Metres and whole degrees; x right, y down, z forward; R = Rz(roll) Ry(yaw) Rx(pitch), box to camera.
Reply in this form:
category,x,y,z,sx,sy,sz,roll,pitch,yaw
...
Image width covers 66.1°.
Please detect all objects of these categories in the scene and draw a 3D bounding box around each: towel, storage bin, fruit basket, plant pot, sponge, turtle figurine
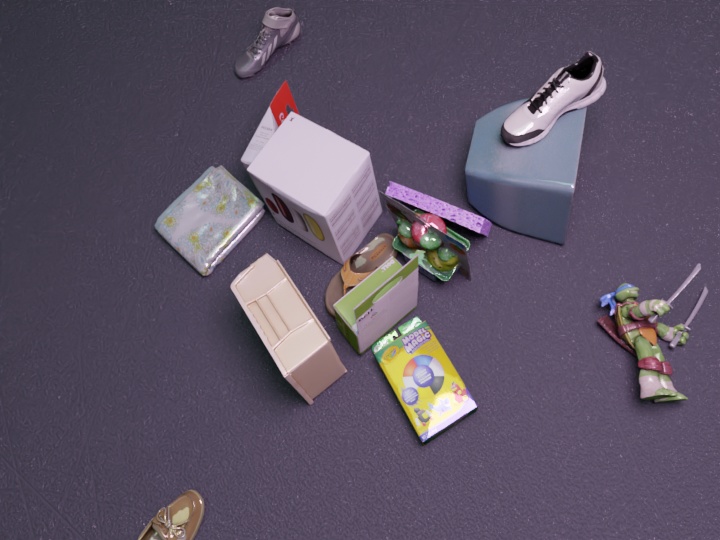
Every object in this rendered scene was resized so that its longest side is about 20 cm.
category,x,y,z,sx,sy,sz,roll,pitch,yaw
towel,-0.318,-0.113,1.174,0.170,0.048,0.201,37,78,22
storage bin,-0.121,0.103,0.963,0.093,0.201,0.200,-34,65,-8
fruit basket,0.117,-0.054,0.993,0.183,0.200,0.095,35,90,20
plant pot,0.300,-0.192,1.028,0.194,0.197,0.202,9,68,19
sponge,0.152,-0.119,1.061,0.196,0.111,0.031,25,99,19
turtle figurine,0.498,0.104,0.891,0.193,0.144,0.200,-6,70,11

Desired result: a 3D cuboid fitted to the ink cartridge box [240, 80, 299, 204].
category,x,y,z,sx,sy,sz,roll,pitch,yaw
ink cartridge box,-0.161,-0.256,1.145,0.046,0.161,0.204,19,71,18

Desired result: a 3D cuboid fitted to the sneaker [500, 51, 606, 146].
category,x,y,z,sx,sy,sz,roll,pitch,yaw
sneaker,0.315,-0.287,0.918,0.198,0.080,0.075,-36,59,4

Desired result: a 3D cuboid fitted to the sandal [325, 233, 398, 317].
category,x,y,z,sx,sy,sz,roll,pitch,yaw
sandal,0.000,0.000,1.067,0.080,0.054,0.201,37,77,22

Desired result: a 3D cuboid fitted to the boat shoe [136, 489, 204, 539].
category,x,y,z,sx,sy,sz,roll,pitch,yaw
boat shoe,-0.343,0.460,0.925,0.073,0.063,0.201,39,78,22

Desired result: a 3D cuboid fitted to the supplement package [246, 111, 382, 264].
category,x,y,z,sx,sy,sz,roll,pitch,yaw
supplement package,-0.080,-0.152,1.066,0.188,0.201,0.149,30,74,21

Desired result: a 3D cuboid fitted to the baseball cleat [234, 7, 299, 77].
category,x,y,z,sx,sy,sz,roll,pitch,yaw
baseball cleat,-0.231,-0.551,1.312,0.200,0.107,0.070,-45,72,-8

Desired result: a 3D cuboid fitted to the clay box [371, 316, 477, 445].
category,x,y,z,sx,sy,sz,roll,pitch,yaw
clay box,0.106,0.184,0.974,0.113,0.048,0.203,-30,66,-3

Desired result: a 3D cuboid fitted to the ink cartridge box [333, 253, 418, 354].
category,x,y,z,sx,sy,sz,roll,pitch,yaw
ink cartridge box,0.027,0.040,0.958,0.147,0.202,0.076,-38,65,-15
